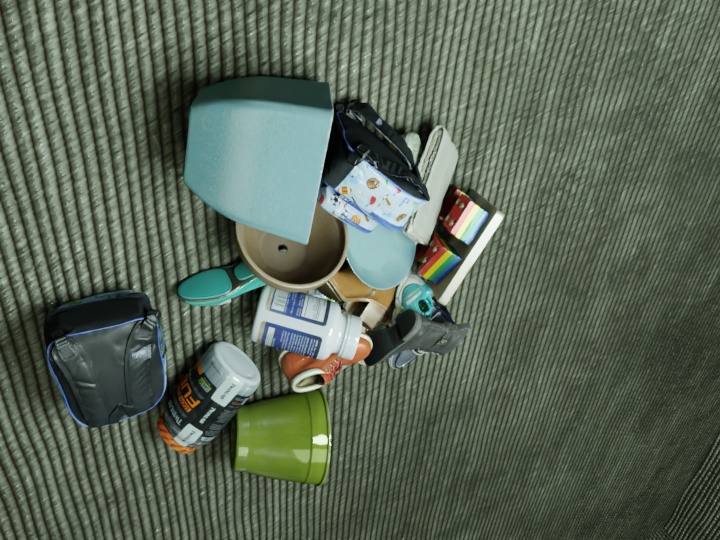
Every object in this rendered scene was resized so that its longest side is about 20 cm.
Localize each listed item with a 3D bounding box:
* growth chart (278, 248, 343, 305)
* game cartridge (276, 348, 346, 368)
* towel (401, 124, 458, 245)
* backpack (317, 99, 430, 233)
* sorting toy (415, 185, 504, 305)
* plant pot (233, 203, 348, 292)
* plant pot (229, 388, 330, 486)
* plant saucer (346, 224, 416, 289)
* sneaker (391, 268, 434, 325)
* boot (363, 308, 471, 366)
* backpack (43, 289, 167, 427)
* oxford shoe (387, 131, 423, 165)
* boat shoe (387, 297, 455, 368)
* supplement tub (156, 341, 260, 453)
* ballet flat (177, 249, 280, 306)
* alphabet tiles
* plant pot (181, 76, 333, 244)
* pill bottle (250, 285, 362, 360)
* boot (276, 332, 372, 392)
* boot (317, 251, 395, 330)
[{"bbox_3d":[-0.098,0.007,1.238,0.142,0.018,0.204,-16,132,-21],"label":"growth chart"},{"bbox_3d":[-0.098,0.165,1.336,0.131,0.041,0.202,-27,138,-5],"label":"game cartridge"},{"bbox_3d":[0.129,-0.152,1.179,0.204,0.034,0.132,-70,158,-3],"label":"towel"},{"bbox_3d":[0.017,-0.151,1.053,0.188,0.202,0.155,25,123,-23],"label":"backpack"},{"bbox_3d":[0.174,-0.064,1.244,0.069,0.201,0.201,29,104,-13],"label":"sorting toy"},{"bbox_3d":[-0.126,-0.054,1.098,0.196,0.206,0.093,-9,166,-24],"label":"plant pot"},{"bbox_3d":[-0.178,0.355,1.348,0.188,0.202,0.204,3,122,-19],"label":"plant pot"},{"bbox_3d":[0.028,-0.065,1.202,0.198,0.038,0.207,5,83,-43],"label":"plant saucer"},{"bbox_3d":[0.115,0.084,1.351,0.078,0.079,0.202,-48,156,-28],"label":"sneaker"},{"bbox_3d":[0.119,0.158,1.346,0.172,0.071,0.199,19,137,-38],"label":"boot"},{"bbox_3d":[-0.416,0.142,1.060,0.179,0.147,0.204,-14,124,-20],"label":"backpack"},{"bbox_3d":[0.091,-0.178,1.195,0.202,0.056,0.076,69,34,-50],"label":"oxford shoe"},{"bbox_3d":[0.140,0.166,1.450,0.074,0.093,0.202,19,112,-39],"label":"boat shoe"},{"bbox_3d":[-0.296,0.248,1.228,0.201,0.123,0.122,-49,133,9],"label":"supplement tub"},{"bbox_3d":[-0.229,0.025,1.147,0.196,0.068,0.071,-23,146,-11],"label":"ballet flat"},{"bbox_3d":[0.021,0.104,1.355,0.198,0.014,0.199,23,95,-50],"label":"alphabet tiles"},{"bbox_3d":[-0.155,-0.184,0.944,0.195,0.197,0.200,10,116,-10],"label":"plant pot"},{"bbox_3d":[-0.100,0.103,1.195,0.195,0.112,0.113,16,118,-6],"label":"pill bottle"},{"bbox_3d":[-0.058,0.184,1.253,0.195,0.108,0.077,-12,123,-16],"label":"boot"},{"bbox_3d":[0.000,0.000,1.236,0.199,0.076,0.157,40,71,-26],"label":"boot"}]
